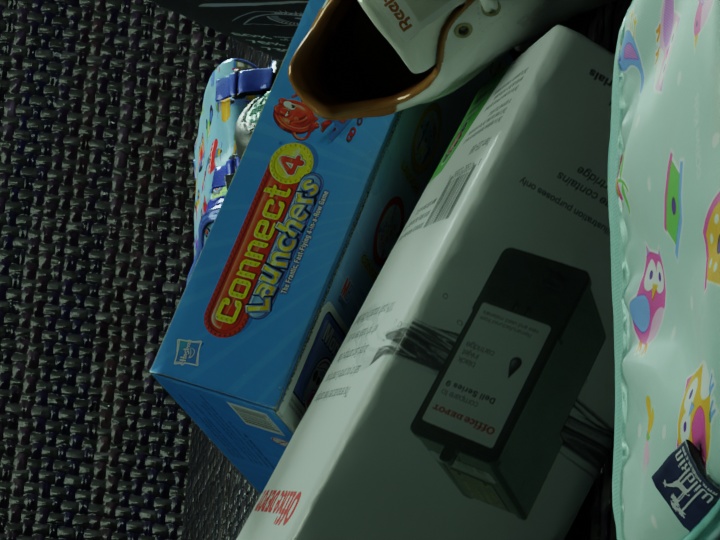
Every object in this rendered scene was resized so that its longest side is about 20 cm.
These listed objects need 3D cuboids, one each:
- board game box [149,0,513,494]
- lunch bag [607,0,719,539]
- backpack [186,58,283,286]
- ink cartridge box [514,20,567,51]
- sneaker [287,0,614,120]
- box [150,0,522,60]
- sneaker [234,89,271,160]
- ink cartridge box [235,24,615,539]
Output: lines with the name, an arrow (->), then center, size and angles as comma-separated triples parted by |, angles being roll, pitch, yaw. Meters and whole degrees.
board game box -> 0.006, -0.004, 1.056 | 0.197, 0.056, 0.200 | -68, -23, -17
lunch bag -> 0.110, -0.005, 0.686 | 0.160, 0.077, 0.201 | 116, 159, -67
backpack -> -0.034, -0.007, 1.550 | 0.183, 0.134, 0.201 | 117, 156, -70
ink cartridge box -> 0.038, -0.211, 0.919 | 0.047, 0.200, 0.198 | -40, -11, -39
sneaker -> 0.050, -0.107, 0.877 | 0.200, 0.073, 0.085 | -42, -7, 40
box -> -0.014, -0.160, 1.164 | 0.200, 0.147, 0.105 | 19, -101, -64
sneaker -> 0.014, -0.053, 1.254 | 0.200, 0.074, 0.088 | -23, -64, -51
ink cartridge box -> 0.042, 0.032, 0.890 | 0.201, 0.084, 0.146 | -62, 5, -7
